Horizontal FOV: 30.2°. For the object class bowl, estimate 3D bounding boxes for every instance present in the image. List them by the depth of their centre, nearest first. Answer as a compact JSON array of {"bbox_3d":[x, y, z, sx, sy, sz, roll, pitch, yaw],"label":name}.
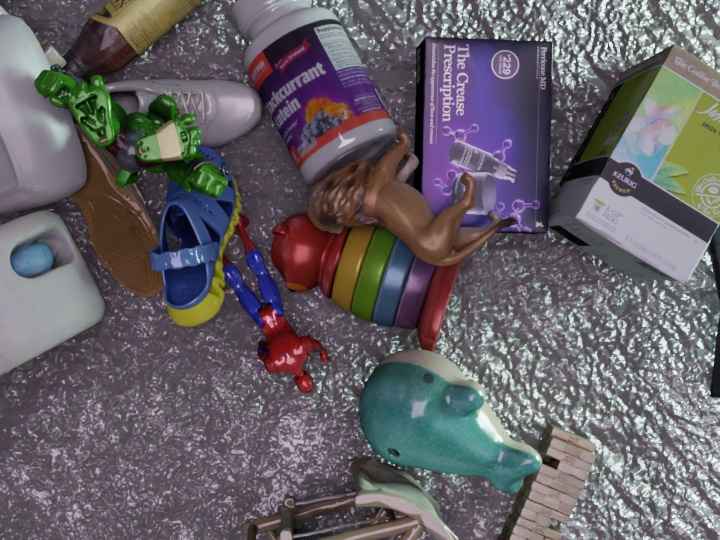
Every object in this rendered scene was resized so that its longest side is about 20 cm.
[{"bbox_3d":[-0.390,-0.142,1.335,0.198,0.075,0.202,-9,111,26],"label":"bowl"}]

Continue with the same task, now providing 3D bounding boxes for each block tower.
[{"bbox_3d":[0.191,0.270,1.446,0.057,0.054,0.202,22,89,-3],"label":"block tower"}]

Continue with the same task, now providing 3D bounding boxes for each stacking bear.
[{"bbox_3d":[0.000,0.000,1.406,0.198,0.121,0.115,18,84,4],"label":"stacking bear"}]

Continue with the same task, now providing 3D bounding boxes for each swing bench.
[{"bbox_3d":[-0.011,0.279,1.362,0.199,0.199,0.131,-32,93,-2],"label":"swing bench"}]

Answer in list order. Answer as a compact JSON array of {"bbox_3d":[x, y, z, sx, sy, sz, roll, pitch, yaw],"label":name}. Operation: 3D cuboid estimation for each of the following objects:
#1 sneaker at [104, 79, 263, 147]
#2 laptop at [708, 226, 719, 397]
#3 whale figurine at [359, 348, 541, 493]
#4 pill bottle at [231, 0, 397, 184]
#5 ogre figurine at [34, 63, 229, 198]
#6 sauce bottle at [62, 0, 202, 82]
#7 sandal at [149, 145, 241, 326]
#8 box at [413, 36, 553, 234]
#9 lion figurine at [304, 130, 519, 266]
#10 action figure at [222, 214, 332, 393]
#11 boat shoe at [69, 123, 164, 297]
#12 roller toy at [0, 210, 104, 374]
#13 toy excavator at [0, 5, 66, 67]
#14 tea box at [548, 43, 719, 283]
[{"bbox_3d":[-0.200,-0.167,1.404,0.198,0.080,0.071,-3,89,-4],"label":"sneaker"},{"bbox_3d":[0.465,0.023,1.478,0.175,0.104,0.202,-4,66,-4],"label":"laptop"},{"bbox_3d":[0.087,0.173,1.388,0.199,0.159,0.104,36,53,2],"label":"whale figurine"},{"bbox_3d":[-0.053,-0.201,1.387,0.111,0.111,0.202,-28,81,-2],"label":"pill bottle"},{"bbox_3d":[-0.217,-0.130,1.305,0.197,0.120,0.099,11,88,-1],"label":"ogre figurine"},{"bbox_3d":[-0.249,-0.255,1.405,0.200,0.066,0.066,-40,93,-4],"label":"sauce bottle"},{"bbox_3d":[-0.173,-0.049,1.372,0.079,0.087,0.202,-11,57,15],"label":"sandal"},{"bbox_3d":[0.129,-0.141,1.424,0.139,0.079,0.203,1,91,-6],"label":"box"},{"bbox_3d":[0.047,-0.057,1.336,0.199,0.073,0.123,32,73,25],"label":"lion figurine"},{"bbox_3d":[-0.094,0.048,1.428,0.065,0.099,0.201,-29,70,1],"label":"action figure"},{"bbox_3d":[-0.257,-0.069,1.406,0.073,0.069,0.201,-26,101,13],"label":"boat shoe"},{"bbox_3d":[-0.364,0.026,1.348,0.181,0.200,0.141,-28,93,-12],"label":"roller toy"},{"bbox_3d":[-0.399,-0.291,1.354,0.100,0.195,0.200,-41,48,-1],"label":"toy excavator"},{"bbox_3d":[0.300,-0.104,1.371,0.133,0.200,0.198,29,90,-3],"label":"tea box"}]
